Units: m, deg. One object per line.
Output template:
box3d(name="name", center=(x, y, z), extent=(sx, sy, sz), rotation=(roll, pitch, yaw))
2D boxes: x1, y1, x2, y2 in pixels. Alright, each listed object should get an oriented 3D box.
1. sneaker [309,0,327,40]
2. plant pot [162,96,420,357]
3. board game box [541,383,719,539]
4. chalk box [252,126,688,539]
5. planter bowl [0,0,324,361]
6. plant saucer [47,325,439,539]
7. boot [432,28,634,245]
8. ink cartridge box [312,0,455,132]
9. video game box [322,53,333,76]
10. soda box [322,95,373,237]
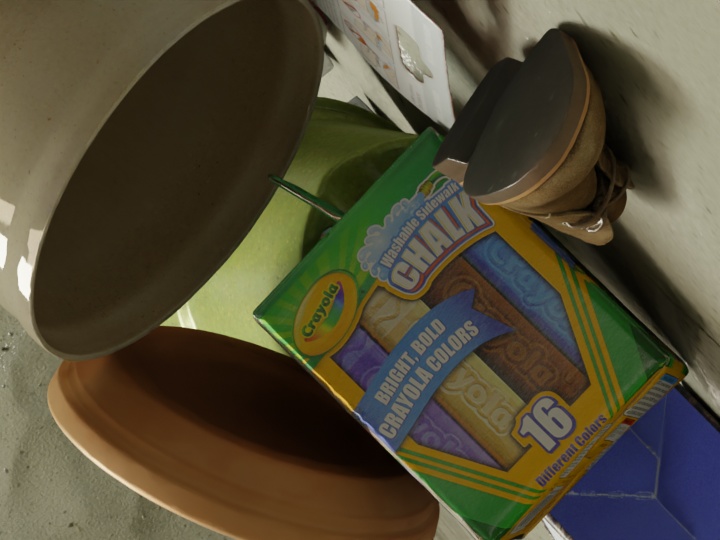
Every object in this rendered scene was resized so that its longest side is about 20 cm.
box3d(name="sneaker", center=(-0.085, -0.121, 1.604), extent=(0.081, 0.075, 0.200), rotation=(8, -176, 26))
box3d(name="plant pot", center=(0.000, 0.000, 1.557), extent=(0.200, 0.200, 0.184), rotation=(53, 164, -12))
box3d(name="board game box", center=(0.191, 0.178, 1.486), extent=(0.159, 0.097, 0.200), rotation=(48, 174, 36))
box3d(name="chalk box", center=(0.040, 0.017, 1.380), extent=(0.200, 0.124, 0.124), rotation=(46, -174, 9))
box3d(name="planter bowl", center=(-0.131, -0.078, 1.362), extent=(0.135, 0.200, 0.200), rotation=(36, 169, 21))
box3d(name="plant saucer", center=(-0.051, 0.077, 1.411), extent=(0.200, 0.037, 0.200), rotation=(21, -164, -6))
box3d(name="boot", center=(0.082, -0.046, 1.166), extent=(0.075, 0.074, 0.200), rotation=(33, 180, -5))
box3d(name="ink cartridge box", center=(-0.015, -0.161, 1.287), extent=(0.200, 0.047, 0.160), rotation=(46, 173, 13))
box3d(name="video game box", center=(-0.111, -0.203, 1.783), extent=(0.200, 0.047, 0.182), rotation=(54, 176, -20))
box3d(name="soda box", center=(-0.052, -0.010, 1.727), extent=(0.068, 0.200, 0.064), rotation=(48, 174, 42))
